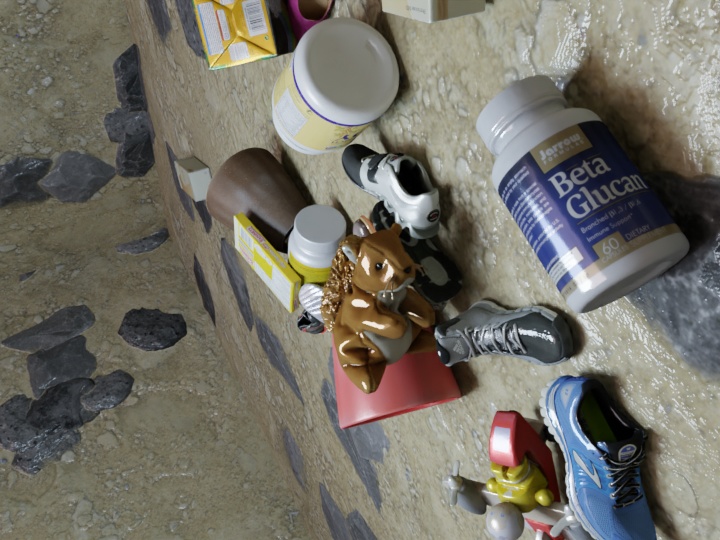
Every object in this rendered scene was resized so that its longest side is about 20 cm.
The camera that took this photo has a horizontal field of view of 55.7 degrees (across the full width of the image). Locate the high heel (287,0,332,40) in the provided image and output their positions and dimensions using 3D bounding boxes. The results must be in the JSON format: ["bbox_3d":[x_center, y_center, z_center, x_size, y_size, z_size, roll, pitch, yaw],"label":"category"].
[{"bbox_3d":[-0.060,-0.398,0.983,0.200,0.067,0.096,107,150,-52],"label":"high heel"}]

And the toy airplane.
[{"bbox_3d":[0.204,0.289,0.840,0.199,0.141,0.200,42,137,17],"label":"toy airplane"}]

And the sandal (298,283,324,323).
[{"bbox_3d":[-0.020,0.084,1.290,0.207,0.059,0.079,38,119,6],"label":"sandal"}]

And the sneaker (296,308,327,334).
[{"bbox_3d":[-0.113,0.106,1.539,0.077,0.082,0.200,66,158,11],"label":"sneaker"}]

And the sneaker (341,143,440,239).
[{"bbox_3d":[0.047,-0.139,0.958,0.200,0.074,0.089,44,148,31],"label":"sneaker"}]

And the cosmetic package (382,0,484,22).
[{"bbox_3d":[0.068,-0.363,0.682,0.105,0.071,0.200,40,144,52],"label":"cosmetic package"}]

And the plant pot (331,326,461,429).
[{"bbox_3d":[0.043,0.137,1.067,0.200,0.200,0.178,132,127,-66],"label":"plant pot"}]

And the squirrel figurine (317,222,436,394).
[{"bbox_3d":[0.008,0.024,0.917,0.200,0.141,0.187,36,141,46],"label":"squirrel figurine"}]

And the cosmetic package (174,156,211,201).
[{"bbox_3d":[-0.554,-0.307,2.272,0.200,0.071,0.105,35,139,57],"label":"cosmetic package"}]

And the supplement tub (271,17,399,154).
[{"bbox_3d":[-0.045,-0.252,0.973,0.146,0.145,0.200,70,159,0],"label":"supplement tub"}]

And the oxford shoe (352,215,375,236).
[{"bbox_3d":[0.000,0.000,1.182,0.071,0.073,0.200,44,147,50],"label":"oxford shoe"}]

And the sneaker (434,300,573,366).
[{"bbox_3d":[0.155,0.090,0.822,0.200,0.115,0.075,3,111,68],"label":"sneaker"}]

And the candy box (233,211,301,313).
[{"bbox_3d":[-0.185,-0.016,1.340,0.200,0.026,0.102,47,153,23],"label":"candy box"}]

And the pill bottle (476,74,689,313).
[{"bbox_3d":[0.187,-0.072,0.609,0.200,0.111,0.111,62,157,19],"label":"pill bottle"}]

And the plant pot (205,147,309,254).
[{"bbox_3d":[-0.189,-0.126,1.426,0.200,0.187,0.187,41,147,28],"label":"plant pot"}]

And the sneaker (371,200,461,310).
[{"bbox_3d":[0.074,-0.020,0.999,0.089,0.077,0.200,91,154,-60],"label":"sneaker"}]

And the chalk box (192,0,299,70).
[{"bbox_3d":[-0.161,-0.406,1.099,0.200,0.124,0.125,-53,-45,-63],"label":"chalk box"}]

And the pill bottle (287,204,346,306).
[{"bbox_3d":[-0.084,-0.026,1.310,0.114,0.114,0.200,58,156,29],"label":"pill bottle"}]

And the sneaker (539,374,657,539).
[{"bbox_3d":[0.260,0.206,0.721,0.200,0.078,0.089,67,161,9],"label":"sneaker"}]
